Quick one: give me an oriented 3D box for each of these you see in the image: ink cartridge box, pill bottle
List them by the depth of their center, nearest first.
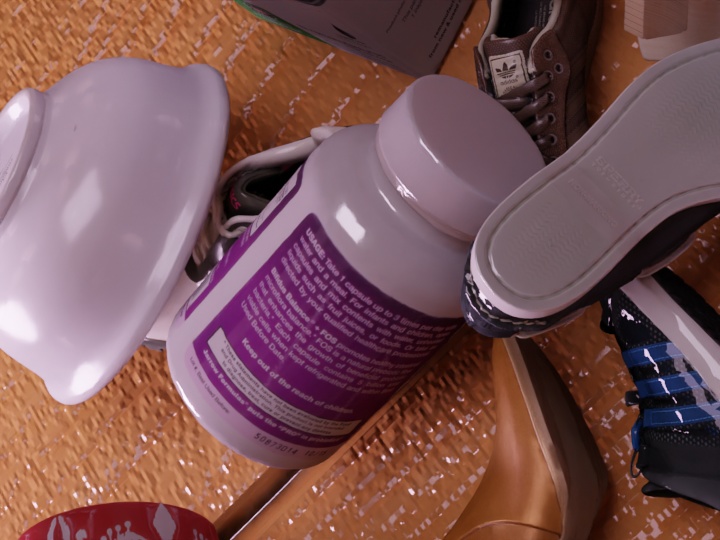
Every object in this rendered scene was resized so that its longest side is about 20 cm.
[{"bbox_3d":[0.000,0.000,1.022,0.200,0.112,0.112,-47,51,34],"label":"pill bottle"},{"bbox_3d":[-0.047,-0.188,1.100,0.147,0.200,0.083,26,88,38],"label":"ink cartridge box"}]

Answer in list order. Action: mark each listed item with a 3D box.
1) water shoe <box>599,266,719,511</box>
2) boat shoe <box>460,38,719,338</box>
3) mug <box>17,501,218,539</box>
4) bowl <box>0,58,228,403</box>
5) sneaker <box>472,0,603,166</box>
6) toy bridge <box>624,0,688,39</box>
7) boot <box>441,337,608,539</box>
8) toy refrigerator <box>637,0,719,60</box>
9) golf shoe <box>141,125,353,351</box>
[{"bbox_3d":[0.146,0.064,0.955,0.079,0.071,0.200,-47,53,13],"label":"water shoe"},{"bbox_3d":[0.124,-0.039,0.942,0.200,0.060,0.076,-30,78,-19],"label":"boat shoe"},{"bbox_3d":[-0.134,0.235,1.048,0.177,0.133,0.200,-22,58,24],"label":"mug"},{"bbox_3d":[-0.158,-0.037,1.127,0.201,0.090,0.201,-47,29,36],"label":"bowl"},{"bbox_3d":[0.081,-0.081,1.051,0.070,0.076,0.200,-12,66,31],"label":"sneaker"},{"bbox_3d":[0.134,-0.138,0.940,0.200,0.027,0.067,38,135,55],"label":"toy bridge"},{"bbox_3d":[0.051,0.137,0.992,0.144,0.071,0.201,-27,64,20],"label":"boot"},{"bbox_3d":[0.227,-0.143,0.964,0.200,0.070,0.076,4,118,35],"label":"toy refrigerator"},{"bbox_3d":[-0.063,-0.025,1.123,0.200,0.088,0.077,-30,60,23],"label":"golf shoe"}]
